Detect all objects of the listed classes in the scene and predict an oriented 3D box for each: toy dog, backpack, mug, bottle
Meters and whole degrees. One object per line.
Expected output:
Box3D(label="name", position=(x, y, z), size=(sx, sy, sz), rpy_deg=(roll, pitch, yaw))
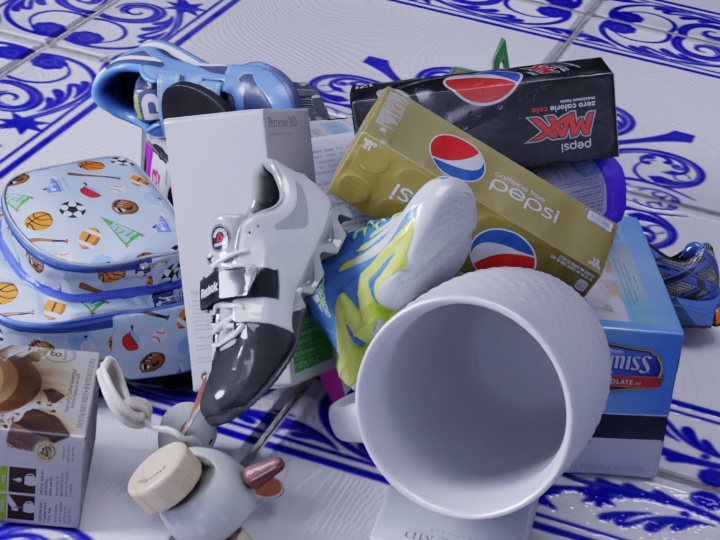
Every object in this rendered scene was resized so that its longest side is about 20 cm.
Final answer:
Box3D(label="toy dog", position=(-0.099, 0.128, 1.309), size=(0.096, 0.132, 0.200), rpy_deg=(-31, 40, 5))
Box3D(label="backpack", position=(-0.221, 0.010, 1.475), size=(0.190, 0.155, 0.200), rpy_deg=(-19, 39, -24))
Box3D(label="mug", position=(0.072, 0.077, 1.288), size=(0.199, 0.148, 0.175), rpy_deg=(-17, 5, 23))
Box3D(label="bottle", position=(0.105, -0.048, 1.469), size=(0.199, 0.066, 0.083), rpy_deg=(-14, 25, -23))

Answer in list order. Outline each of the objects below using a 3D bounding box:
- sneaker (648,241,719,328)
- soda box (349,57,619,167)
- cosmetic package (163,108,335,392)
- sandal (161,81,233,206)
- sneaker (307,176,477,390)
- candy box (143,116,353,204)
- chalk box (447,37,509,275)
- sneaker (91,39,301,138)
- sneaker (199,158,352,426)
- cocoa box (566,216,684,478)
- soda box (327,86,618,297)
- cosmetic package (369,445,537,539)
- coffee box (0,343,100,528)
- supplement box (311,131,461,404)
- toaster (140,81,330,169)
Box3D(label="sneaker", position=(0.220, 0.003, 1.651), size=(0.199, 0.079, 0.075), rpy_deg=(3, 7, -14))
Box3D(label="soda box", position=(0.094, -0.114, 1.451), size=(0.199, 0.071, 0.063), rpy_deg=(-7, 17, 0))
Box3D(label="cosmetic package", position=(-0.081, -0.017, 1.412), size=(0.084, 0.201, 0.108), rpy_deg=(-4, 5, 18))
Box3D(label="sandal", position=(-0.116, -0.050, 1.498), size=(0.075, 0.201, 0.045), rpy_deg=(-7, 11, 40))
Box3D(label="sneaker", position=(0.008, -0.008, 1.337), size=(0.075, 0.201, 0.105), rpy_deg=(-18, 55, -41))
Box3D(label="candy box", position=(-0.086, -0.050, 1.624), size=(0.199, 0.137, 0.061), rpy_deg=(-10, 32, -29))
Box3D(label="chalk box", position=(0.123, -0.103, 1.711), size=(0.123, 0.201, 0.125), rpy_deg=(13, 28, 9))
Box3D(label="sneaker", position=(-0.134, -0.136, 1.554), size=(0.199, 0.074, 0.082), rpy_deg=(14, 25, 36))
Box3D(label="sneaker", position=(-0.080, 0.011, 1.288), size=(0.074, 0.088, 0.201), rpy_deg=(-22, 36, 43))
Box3D(label="cocoa box", position=(0.164, 0.051, 1.502), size=(0.132, 0.132, 0.200), rpy_deg=(5, 27, -6))
Box3D(label="soda box", position=(0.081, -0.045, 1.374), size=(0.199, 0.068, 0.064), rpy_deg=(31, 42, -3))
Box3D(label="cosmetic package", position=(0.070, 0.168, 1.322), size=(0.101, 0.074, 0.200), rpy_deg=(10, 26, 7))
Box3D(label="coffee box", position=(-0.287, 0.108, 1.331), size=(0.199, 0.080, 0.113), rpy_deg=(5, 28, -5))
Box3D(label="supplement box", position=(0.000, 0.000, 1.501), size=(0.103, 0.101, 0.201), rpy_deg=(-13, 64, -34))
Box3D(label="toaster", position=(-0.124, -0.097, 1.711), size=(0.199, 0.130, 0.114), rpy_deg=(1, 27, -15))
